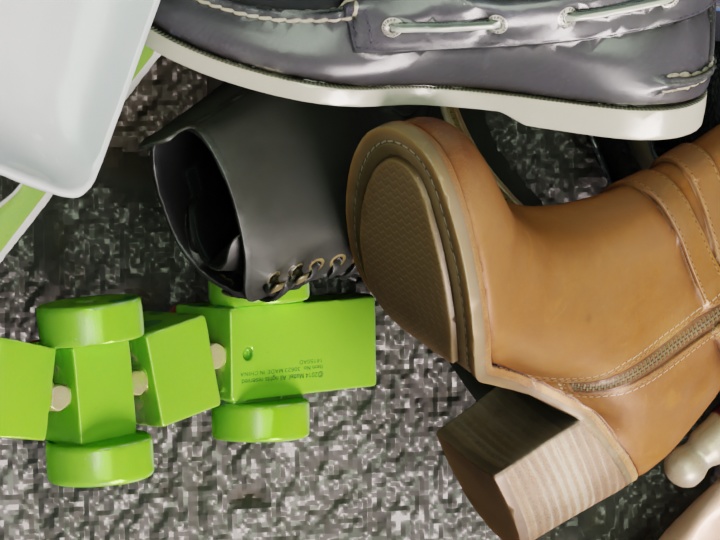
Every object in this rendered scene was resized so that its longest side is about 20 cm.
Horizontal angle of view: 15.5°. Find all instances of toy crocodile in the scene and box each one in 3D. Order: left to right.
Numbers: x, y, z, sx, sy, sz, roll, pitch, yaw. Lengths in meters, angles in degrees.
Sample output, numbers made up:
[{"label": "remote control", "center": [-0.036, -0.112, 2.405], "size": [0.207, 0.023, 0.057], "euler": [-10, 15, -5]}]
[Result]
[{"label": "toy crocodile", "center": [-0.072, 0.035, 0.977], "size": [0.199, 0.062, 0.068], "euler": [-11, 100, -41]}]

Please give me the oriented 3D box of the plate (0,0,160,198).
[{"label": "plate", "center": [-0.125, -0.141, 0.779], "size": [0.200, 0.032, 0.200], "euler": [20, 91, -48]}]

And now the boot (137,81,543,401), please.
[{"label": "boot", "center": [0.000, 0.000, 0.966], "size": [0.138, 0.077, 0.200], "euler": [-43, 111, -40]}]

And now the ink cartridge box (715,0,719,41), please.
[{"label": "ink cartridge box", "center": [0.127, -0.108, 0.932], "size": [0.199, 0.099, 0.039], "euler": [2, 82, 23]}]

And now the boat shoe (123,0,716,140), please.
[{"label": "boat shoe", "center": [0.022, -0.091, 0.871], "size": [0.199, 0.073, 0.063], "euler": [8, 117, -6]}]

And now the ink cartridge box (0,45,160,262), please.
[{"label": "ink cartridge box", "center": [-0.175, -0.083, 0.832], "size": [0.148, 0.076, 0.200], "euler": [-54, 137, -14]}]

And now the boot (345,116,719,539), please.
[{"label": "boot", "center": [0.087, -0.008, 0.933], "size": [0.155, 0.077, 0.200], "euler": [-36, 127, -15]}]

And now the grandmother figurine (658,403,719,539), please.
[{"label": "grandmother figurine", "center": [0.165, 0.078, 1.038], "size": [0.060, 0.121, 0.200], "euler": [34, 100, 27]}]

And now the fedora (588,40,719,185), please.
[{"label": "fedora", "center": [0.189, -0.082, 1.027], "size": [0.200, 0.092, 0.202], "euler": [-1, 96, -13]}]
